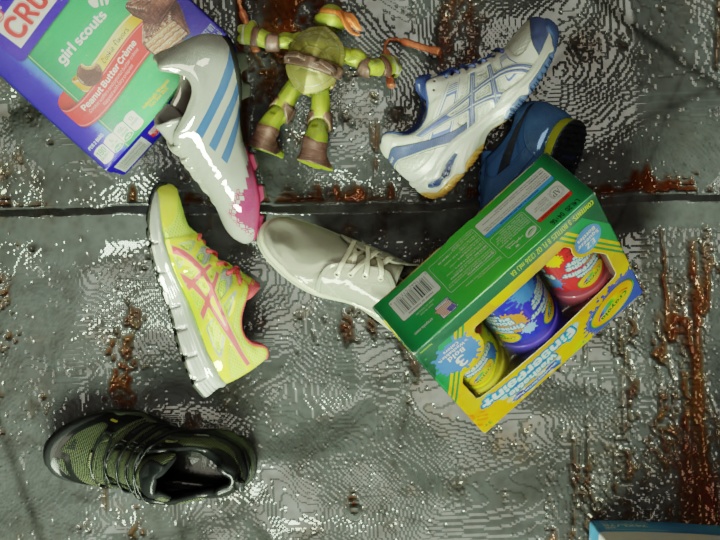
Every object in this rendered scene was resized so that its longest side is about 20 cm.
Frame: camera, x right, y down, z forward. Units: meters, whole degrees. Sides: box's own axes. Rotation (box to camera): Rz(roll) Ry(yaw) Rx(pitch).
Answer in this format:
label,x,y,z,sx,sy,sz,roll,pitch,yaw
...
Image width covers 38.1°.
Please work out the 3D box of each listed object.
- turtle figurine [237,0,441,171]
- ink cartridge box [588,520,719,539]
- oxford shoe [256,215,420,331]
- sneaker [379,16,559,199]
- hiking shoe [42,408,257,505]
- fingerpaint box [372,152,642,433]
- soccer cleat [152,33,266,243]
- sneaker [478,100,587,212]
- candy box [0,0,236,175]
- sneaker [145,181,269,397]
label,x,y,z,sx,sy,sz,roll,pitch,yaw
turtle figurine,-0.035,-0.179,0.968,0.199,0.064,0.162,16,90,0
ink cartridge box,0.287,0.315,0.902,0.145,0.200,0.148,3,90,0
oxford shoe,0.000,0.000,0.959,0.199,0.058,0.075,29,53,-5
sneaker,0.099,-0.165,0.960,0.088,0.075,0.200,39,89,-6
hiking shoe,-0.196,0.171,0.951,0.199,0.101,0.076,3,90,0
fingerpaint box,0.136,0.026,0.917,0.200,0.167,0.073,-41,48,-1
soccer cleat,-0.139,-0.112,0.935,0.086,0.070,0.201,-17,120,-21
sneaker,0.139,-0.062,0.978,0.078,0.066,0.201,28,102,35
candy box,-0.245,-0.217,0.961,0.200,0.077,0.169,42,89,0
sneaker,-0.142,0.010,0.970,0.090,0.078,0.201,-18,96,-8
